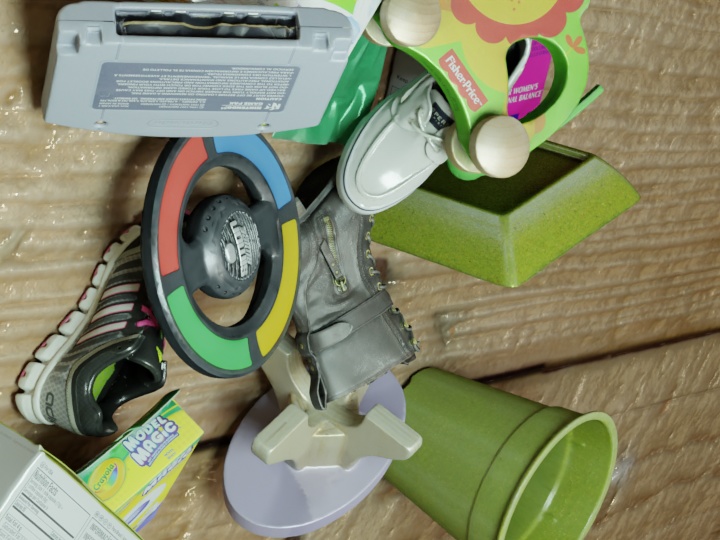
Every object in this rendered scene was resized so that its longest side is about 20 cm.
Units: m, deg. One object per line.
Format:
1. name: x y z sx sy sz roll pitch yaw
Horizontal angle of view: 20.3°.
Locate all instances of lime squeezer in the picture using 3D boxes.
1. lime squeezer: 0.110 -0.113 1.685 0.199 0.038 0.071 -6 86 -15

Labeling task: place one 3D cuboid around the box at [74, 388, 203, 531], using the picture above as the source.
1. box: -0.189 0.171 1.551 0.117 0.048 0.200 -41 169 -33

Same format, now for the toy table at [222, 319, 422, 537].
1. toy table: -0.032 0.126 1.727 0.200 0.183 0.117 -56 168 -34

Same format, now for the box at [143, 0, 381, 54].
1. box: -0.083 -0.212 1.436 0.113 0.101 0.200 -60 150 -4

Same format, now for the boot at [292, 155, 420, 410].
1. boot: 0.000 0.000 1.678 0.200 0.069 0.175 -36 102 -23

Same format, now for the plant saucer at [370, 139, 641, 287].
1. plant saucer: 0.111 -0.072 1.755 0.199 0.199 0.048 -33 130 -41

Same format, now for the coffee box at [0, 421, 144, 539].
1. coffee box: -0.291 0.193 1.341 0.198 0.199 0.200 -55 148 -14

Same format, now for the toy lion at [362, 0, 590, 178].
1. toy lion: 0.110 -0.201 1.555 0.191 0.069 0.200 -39 107 -13

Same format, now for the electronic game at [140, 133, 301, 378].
1. electronic game: -0.103 -0.018 1.530 0.200 0.041 0.201 4 85 -59

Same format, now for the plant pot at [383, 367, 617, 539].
1. plant pot: 0.119 0.190 1.976 0.200 0.189 0.201 -37 140 -38

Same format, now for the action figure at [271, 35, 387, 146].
1. action figure: -0.006 -0.199 1.613 0.118 0.055 0.201 -4 120 -54

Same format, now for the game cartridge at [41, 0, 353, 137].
1. game cartridge: -0.115 -0.135 1.377 0.199 0.041 0.133 0 152 -15

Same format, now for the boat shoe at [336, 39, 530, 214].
1. boat shoe: 0.062 -0.123 1.617 0.200 0.072 0.066 -41 -170 -7

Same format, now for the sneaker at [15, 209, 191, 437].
1. sneaker: -0.170 0.045 1.521 0.200 0.087 0.074 -54 149 -15

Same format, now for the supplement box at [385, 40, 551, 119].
1. supplement box: 0.104 -0.212 1.725 0.101 0.103 0.201 -17 125 -49
